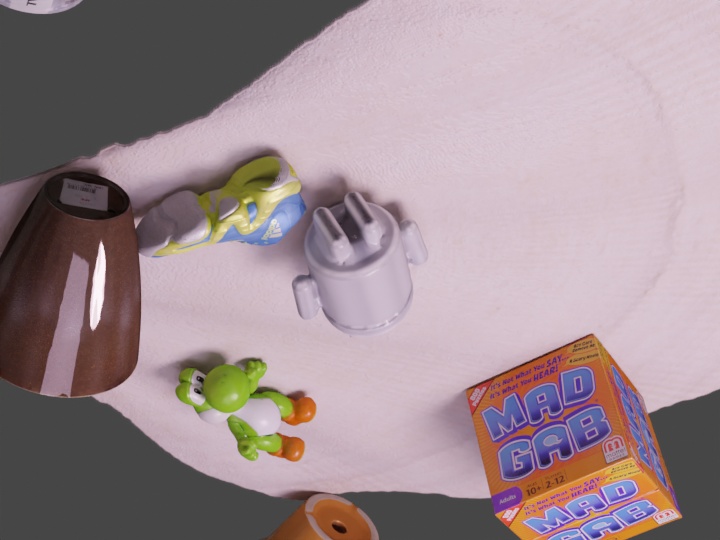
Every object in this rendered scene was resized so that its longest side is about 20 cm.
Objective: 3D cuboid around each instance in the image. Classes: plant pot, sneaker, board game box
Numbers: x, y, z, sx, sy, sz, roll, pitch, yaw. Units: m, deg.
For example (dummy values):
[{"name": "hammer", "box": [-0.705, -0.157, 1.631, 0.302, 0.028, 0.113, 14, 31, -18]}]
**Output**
[{"name": "plant pot", "box": [-0.315, 0.001, 1.531, 0.186, 0.187, 0.201, 6, 123, -20]}, {"name": "sneaker", "box": [-0.148, -0.047, 1.569, 0.199, 0.076, 0.105, -22, 140, 13]}, {"name": "board game box", "box": [0.291, 0.251, 1.929, 0.199, 0.201, 0.200, -26, 139, 17]}, {"name": "plant pot", "box": [-0.069, 0.441, 2.103, 0.199, 0.200, 0.184, 16, 118, -29]}]

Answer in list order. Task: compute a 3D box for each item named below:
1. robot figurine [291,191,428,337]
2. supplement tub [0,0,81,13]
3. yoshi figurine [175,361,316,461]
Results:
[{"name": "robot figurine", "box": [0.000, 0.000, 1.630, 0.169, 0.113, 0.200, -23, 141, -7]}, {"name": "supplement tub", "box": [-0.258, -0.325, 1.173, 0.122, 0.123, 0.200, 10, 137, -24]}, {"name": "yoshi figurine", "box": [-0.143, 0.178, 1.828, 0.199, 0.113, 0.112, 28, 112, -34]}]
